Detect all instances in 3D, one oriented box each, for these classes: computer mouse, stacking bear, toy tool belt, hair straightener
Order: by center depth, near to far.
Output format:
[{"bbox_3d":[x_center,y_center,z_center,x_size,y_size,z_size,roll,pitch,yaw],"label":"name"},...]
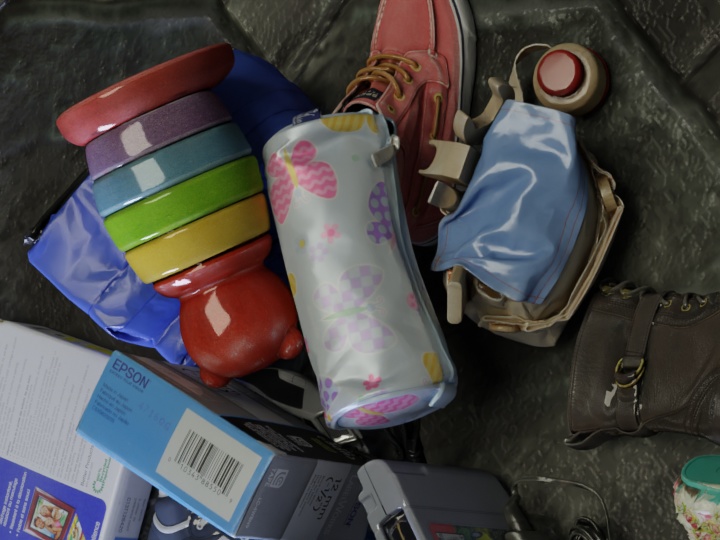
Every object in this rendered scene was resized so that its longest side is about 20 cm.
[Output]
[{"bbox_3d":[0.155,0.208,1.619,0.077,0.041,0.201,-25,63,-13],"label":"hair straightener"},{"bbox_3d":[0.102,-0.057,1.642,0.124,0.123,0.201,13,86,26],"label":"toy tool belt"},{"bbox_3d":[-0.103,-0.028,1.646,0.121,0.114,0.201,-24,92,11],"label":"stacking bear"},{"bbox_3d":[-0.021,0.102,1.747,0.199,0.110,0.044,17,51,42],"label":"computer mouse"}]

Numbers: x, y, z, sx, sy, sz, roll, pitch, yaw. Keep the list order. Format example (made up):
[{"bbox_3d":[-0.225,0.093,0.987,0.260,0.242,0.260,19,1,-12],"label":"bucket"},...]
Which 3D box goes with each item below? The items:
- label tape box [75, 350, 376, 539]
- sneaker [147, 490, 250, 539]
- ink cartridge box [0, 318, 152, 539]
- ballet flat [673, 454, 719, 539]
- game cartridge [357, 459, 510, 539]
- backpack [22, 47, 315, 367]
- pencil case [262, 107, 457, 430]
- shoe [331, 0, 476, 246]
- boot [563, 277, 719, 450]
[{"bbox_3d":[-0.069,0.119,1.691,0.143,0.200,0.066,30,99,30],"label":"label tape box"},{"bbox_3d":[-0.072,0.185,1.772,0.199,0.070,0.109,7,88,40],"label":"sneaker"},{"bbox_3d":[-0.239,0.145,1.919,0.199,0.047,0.199,18,94,39],"label":"ink cartridge box"},{"bbox_3d":[0.276,0.151,1.534,0.199,0.075,0.064,7,117,41],"label":"ballet flat"},{"bbox_3d":[0.081,0.208,1.615,0.041,0.133,0.201,-38,62,24],"label":"game cartridge"},{"bbox_3d":[-0.095,-0.040,1.777,0.168,0.162,0.200,40,98,12],"label":"backpack"},{"bbox_3d":[0.000,0.000,1.633,0.090,0.083,0.201,-15,73,6],"label":"pencil case"},{"bbox_3d":[0.025,-0.120,1.737,0.071,0.091,0.202,-8,78,35],"label":"shoe"},{"bbox_3d":[0.207,0.024,1.596,0.174,0.069,0.201,10,76,48],"label":"boot"}]
